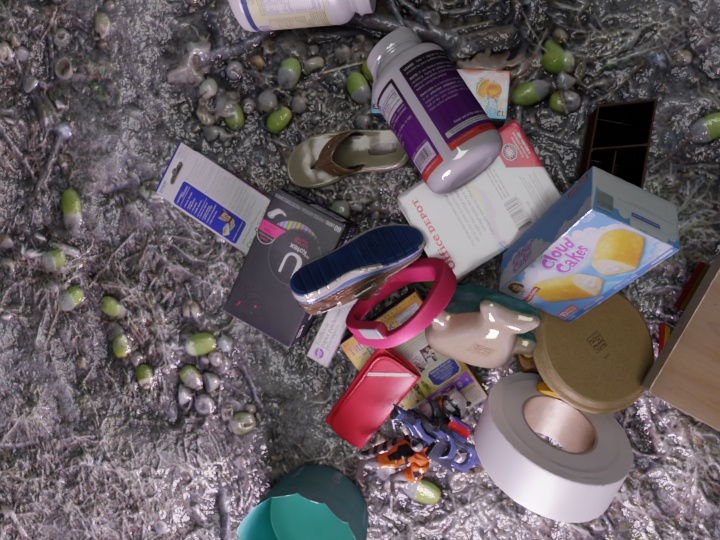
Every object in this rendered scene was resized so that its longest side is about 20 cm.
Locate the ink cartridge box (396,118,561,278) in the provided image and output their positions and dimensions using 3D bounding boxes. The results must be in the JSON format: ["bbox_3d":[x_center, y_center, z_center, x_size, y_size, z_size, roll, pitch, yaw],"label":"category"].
[{"bbox_3d":[0.172,-0.096,0.822,0.198,0.086,0.149,-31,89,13],"label":"ink cartridge box"}]

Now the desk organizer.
[{"bbox_3d":[0.337,-0.130,0.767,0.070,0.077,0.204,13,79,8],"label":"desk organizer"}]

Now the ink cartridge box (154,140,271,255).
[{"bbox_3d":[-0.226,-0.114,0.915,0.198,0.037,0.096,33,100,3],"label":"ink cartridge box"}]

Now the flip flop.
[{"bbox_3d":[-0.020,-0.174,0.862,0.195,0.058,0.083,-6,94,10],"label":"flip flop"}]

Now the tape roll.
[{"bbox_3d":[0.258,0.231,0.774,0.198,0.203,0.072,18,120,7],"label":"tape roll"}]

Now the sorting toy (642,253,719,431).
[{"bbox_3d":[0.497,0.107,0.774,0.197,0.070,0.202,27,96,-11],"label":"sorting toy"}]

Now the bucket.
[{"bbox_3d":[-0.081,0.417,0.885,0.202,0.135,0.212,1,94,10],"label":"bucket"}]

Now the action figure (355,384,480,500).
[{"bbox_3d":[0.075,0.236,0.826,0.193,0.105,0.200,-41,123,6],"label":"action figure"}]

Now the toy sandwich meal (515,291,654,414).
[{"bbox_3d":[0.315,0.108,0.812,0.200,0.070,0.210,2,71,-6],"label":"toy sandwich meal"}]

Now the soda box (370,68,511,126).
[{"bbox_3d":[0.116,-0.253,0.829,0.195,0.064,0.070,6,96,10],"label":"soda box"}]

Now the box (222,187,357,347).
[{"bbox_3d":[-0.104,-0.007,0.867,0.121,0.106,0.203,26,99,7],"label":"box"}]

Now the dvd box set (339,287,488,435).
[{"bbox_3d":[0.081,0.149,0.870,0.145,0.029,0.201,-35,99,11],"label":"dvd box set"}]

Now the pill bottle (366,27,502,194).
[{"bbox_3d":[0.090,-0.210,0.741,0.111,0.112,0.202,-33,79,11],"label":"pill bottle"}]

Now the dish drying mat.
[{"bbox_3d":[0.014,0.197,0.867,0.076,0.018,0.201,35,124,4],"label":"dish drying mat"}]

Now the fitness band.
[{"bbox_3d":[0.053,0.043,0.781,0.144,0.199,0.038,-45,105,-19],"label":"fitness band"}]

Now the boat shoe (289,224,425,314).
[{"bbox_3d":[0.000,0.000,0.796,0.196,0.073,0.073,-21,51,-3],"label":"boat shoe"}]

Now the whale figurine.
[{"bbox_3d":[0.164,0.059,0.755,0.156,0.200,0.106,18,68,-3],"label":"whale figurine"}]

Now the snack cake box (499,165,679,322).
[{"bbox_3d":[0.270,-0.023,0.699,0.113,0.201,0.068,21,57,-7],"label":"snack cake box"}]

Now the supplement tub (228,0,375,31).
[{"bbox_3d":[-0.082,-0.424,0.807,0.195,0.145,0.149,-1,95,9],"label":"supplement tub"}]

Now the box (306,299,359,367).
[{"bbox_3d":[-0.023,0.051,0.892,0.038,0.041,0.203,27,98,6],"label":"box"}]
